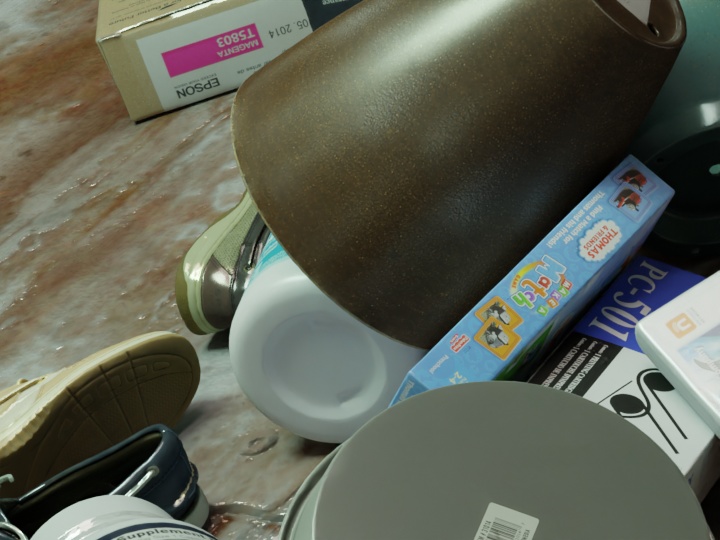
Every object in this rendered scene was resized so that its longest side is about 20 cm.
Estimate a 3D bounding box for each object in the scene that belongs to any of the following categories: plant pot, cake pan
[{"bbox_3d":[0.066,-0.091,1.447,0.200,0.187,0.187,-42,15,30],"label":"plant pot"},{"bbox_3d":[0.185,-0.093,1.551,0.200,0.200,0.134,-17,53,8],"label":"plant pot"},{"bbox_3d":[0.062,0.126,1.203,0.200,0.037,0.201,2,50,-3],"label":"cake pan"}]

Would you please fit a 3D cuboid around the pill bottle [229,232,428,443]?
[{"bbox_3d":[0.000,0.000,1.567,0.110,0.111,0.200,-11,28,19],"label":"pill bottle"}]

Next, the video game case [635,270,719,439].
[{"bbox_3d":[0.256,0.045,1.292,0.182,0.023,0.200,-32,53,-10],"label":"video game case"}]

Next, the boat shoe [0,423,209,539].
[{"bbox_3d":[-0.178,0.144,1.476,0.200,0.062,0.075,-23,30,-2],"label":"boat shoe"}]

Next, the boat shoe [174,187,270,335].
[{"bbox_3d":[-0.038,-0.030,1.706,0.066,0.072,0.201,6,40,31],"label":"boat shoe"}]

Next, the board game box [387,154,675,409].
[{"bbox_3d":[0.069,0.046,1.406,0.037,0.151,0.200,38,51,9],"label":"board game box"}]

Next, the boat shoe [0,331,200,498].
[{"bbox_3d":[-0.182,0.091,1.567,0.200,0.074,0.069,-34,35,-23],"label":"boat shoe"}]

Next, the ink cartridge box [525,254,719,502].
[{"bbox_3d":[0.137,0.065,1.357,0.094,0.044,0.200,19,33,19],"label":"ink cartridge box"}]

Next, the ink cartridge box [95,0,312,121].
[{"bbox_3d":[-0.088,-0.200,2.050,0.199,0.075,0.165,-17,28,6],"label":"ink cartridge box"}]

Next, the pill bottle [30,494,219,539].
[{"bbox_3d":[-0.088,0.182,1.280,0.116,0.116,0.200,-27,26,-13],"label":"pill bottle"}]

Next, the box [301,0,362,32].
[{"bbox_3d":[0.058,-0.154,1.717,0.148,0.200,0.104,-8,29,22],"label":"box"}]
